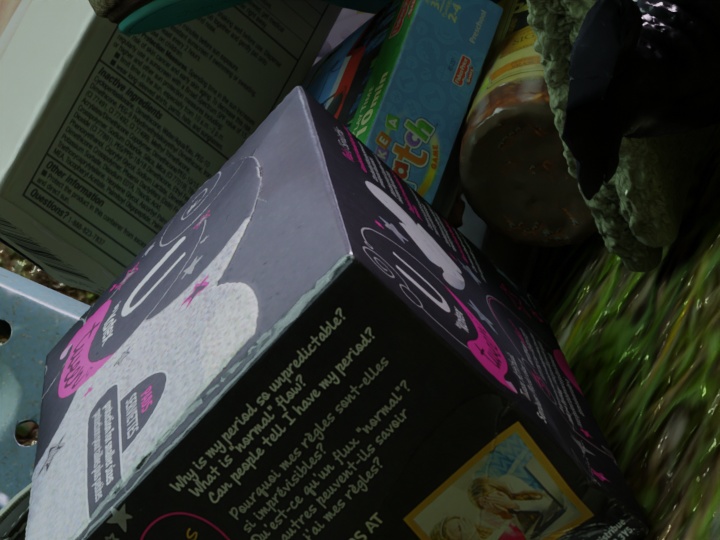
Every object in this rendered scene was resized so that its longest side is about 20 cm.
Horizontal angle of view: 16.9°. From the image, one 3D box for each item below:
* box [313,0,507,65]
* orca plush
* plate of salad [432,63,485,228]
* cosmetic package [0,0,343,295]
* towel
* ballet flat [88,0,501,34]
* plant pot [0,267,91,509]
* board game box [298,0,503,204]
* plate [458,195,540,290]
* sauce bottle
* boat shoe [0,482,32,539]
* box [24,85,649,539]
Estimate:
[{"bbox_3d":[-0.004,-0.092,1.067,0.198,0.049,0.117,-19,-12,-7],"label":"box"},{"bbox_3d":[0.117,-0.097,0.680,0.071,0.106,0.200,-8,15,32],"label":"orca plush"},{"bbox_3d":[0.000,0.000,0.967,0.200,0.048,0.201,-53,20,28],"label":"plate of salad"},{"bbox_3d":[-0.080,-0.096,0.942,0.087,0.103,0.201,15,72,50],"label":"cosmetic package"},{"bbox_3d":[0.077,-0.115,0.734,0.149,0.036,0.201,-67,-34,-45],"label":"towel"},{"bbox_3d":[-0.022,-0.130,0.886,0.199,0.076,0.068,-9,-12,-42],"label":"ballet flat"},{"bbox_3d":[-0.167,0.098,1.150,0.197,0.195,0.200,-62,-17,-19],"label":"plant pot"},{"bbox_3d":[-0.028,-0.011,0.921,0.200,0.036,0.152,-33,33,60],"label":"board game box"},{"bbox_3d":[0.029,0.021,1.001,0.200,0.032,0.201,-55,9,42],"label":"plate"},{"bbox_3d":[0.081,-0.085,0.919,0.066,0.066,0.201,-55,10,33],"label":"sauce bottle"},{"bbox_3d":[-0.130,0.147,0.902,0.202,0.072,0.061,-59,9,-31],"label":"boat shoe"},{"bbox_3d":[-0.017,0.047,0.704,0.132,0.115,0.200,-46,14,9],"label":"box"}]
